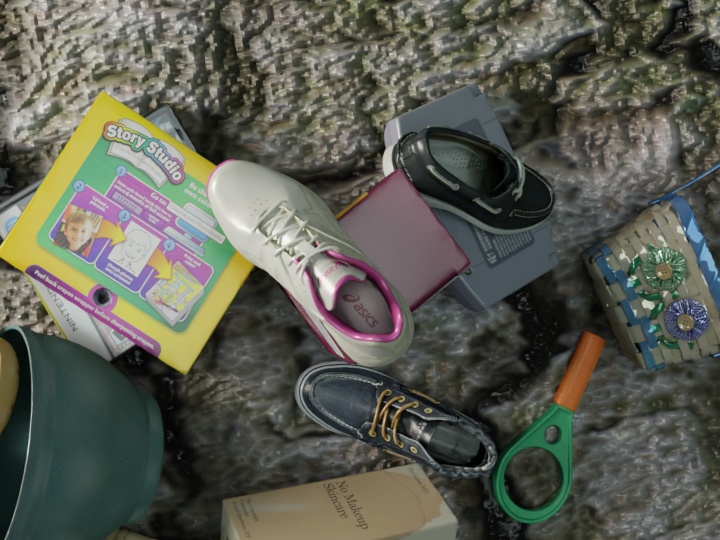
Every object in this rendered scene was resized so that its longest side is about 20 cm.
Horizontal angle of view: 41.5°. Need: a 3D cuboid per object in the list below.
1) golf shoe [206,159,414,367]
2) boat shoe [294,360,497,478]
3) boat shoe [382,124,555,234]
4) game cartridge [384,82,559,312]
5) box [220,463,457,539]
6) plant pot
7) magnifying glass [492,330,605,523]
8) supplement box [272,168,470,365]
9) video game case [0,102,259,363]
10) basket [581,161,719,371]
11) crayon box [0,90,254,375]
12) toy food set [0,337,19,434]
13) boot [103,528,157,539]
[{"bbox_3d":[-0.034,-0.013,0.697,0.200,0.092,0.075,42,84,1],"label":"golf shoe"},{"bbox_3d":[0.035,0.139,0.901,0.197,0.091,0.072,20,86,-7],"label":"boat shoe"},{"bbox_3d":[0.115,-0.082,0.869,0.198,0.060,0.077,6,70,-35],"label":"boat shoe"},{"bbox_3d":[0.105,-0.070,0.925,0.132,0.040,0.202,-26,92,-32],"label":"game cartridge"},{"bbox_3d":[-0.020,0.247,0.857,0.197,0.095,0.079,-6,118,-24],"label":"box"},{"bbox_3d":[-0.254,0.158,0.825,0.133,0.199,0.204,13,86,-35],"label":"plant pot"},{"bbox_3d":[0.197,0.158,0.961,0.079,0.022,0.202,26,87,-6],"label":"magnifying glass"},{"bbox_3d":[0.000,0.000,0.846,0.130,0.200,0.104,-38,93,-8],"label":"supplement box"},{"bbox_3d":[-0.220,-0.030,0.903,0.198,0.025,0.182,-32,93,-8],"label":"video game case"},{"bbox_3d":[0.332,0.003,0.923,0.198,0.139,0.178,-27,91,2],"label":"basket"},{"bbox_3d":[-0.195,-0.033,0.866,0.199,0.058,0.174,33,82,-7],"label":"crayon box"},{"bbox_3d":[-0.352,0.134,0.806,0.048,0.197,0.203,14,96,-35],"label":"toy food set"},{"bbox_3d":[-0.197,0.337,0.852,0.153,0.073,0.203,14,63,-6],"label":"boot"}]
